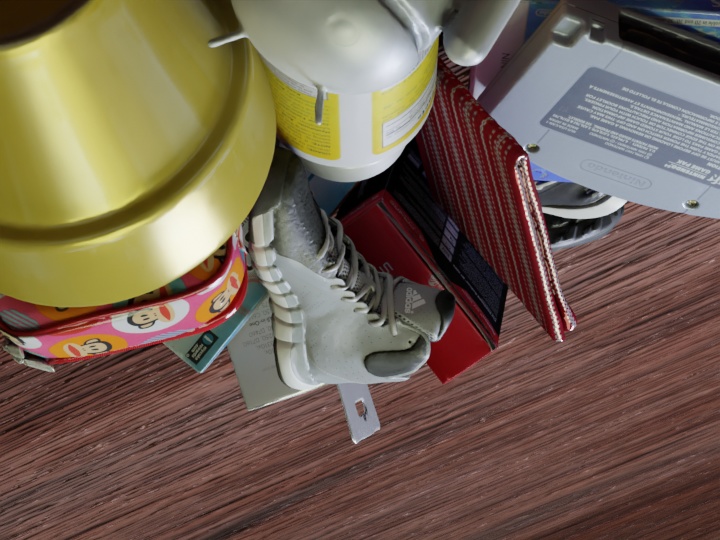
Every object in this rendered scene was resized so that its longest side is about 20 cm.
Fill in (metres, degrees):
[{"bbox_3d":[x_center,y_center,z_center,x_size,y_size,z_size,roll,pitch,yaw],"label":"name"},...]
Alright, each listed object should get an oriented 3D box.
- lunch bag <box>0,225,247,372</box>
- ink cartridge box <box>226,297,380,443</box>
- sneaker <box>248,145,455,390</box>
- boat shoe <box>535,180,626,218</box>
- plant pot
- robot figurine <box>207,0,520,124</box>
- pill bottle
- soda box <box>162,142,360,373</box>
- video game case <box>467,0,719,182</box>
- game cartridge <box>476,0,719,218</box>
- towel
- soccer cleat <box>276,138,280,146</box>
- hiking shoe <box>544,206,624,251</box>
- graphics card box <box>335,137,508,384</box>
[{"bbox_3d":[-0.164,-0.050,1.563,0.175,0.201,0.082,-13,161,4],"label":"lunch bag"},{"bbox_3d":[-0.054,0.025,1.833,0.067,0.201,0.115,-18,179,9],"label":"ink cartridge box"},{"bbox_3d":[0.000,0.000,1.658,0.115,0.075,0.201,5,143,12],"label":"sneaker"},{"bbox_3d":[0.101,-0.068,1.910,0.199,0.074,0.060,-1,149,45],"label":"boat shoe"},{"bbox_3d":[-0.159,-0.112,1.426,0.199,0.202,0.189,-16,148,3],"label":"plant pot"},{"bbox_3d":[0.009,-0.173,1.396,0.200,0.169,0.113,-53,161,-9],"label":"robot figurine"},{"bbox_3d":[-0.009,-0.127,1.591,0.111,0.112,0.200,-14,159,-5],"label":"pill bottle"},{"bbox_3d":[-0.062,-0.034,1.740,0.200,0.068,0.064,-50,-178,7],"label":"soda box"},{"bbox_3d":[0.168,-0.121,1.716,0.198,0.046,0.182,4,146,0],"label":"video game case"},{"bbox_3d":[0.179,-0.095,1.682,0.199,0.042,0.133,18,146,-20],"label":"game cartridge"},{"bbox_3d":[0.073,-0.061,1.671,0.022,0.200,0.145,-24,126,-9],"label":"towel"},{"bbox_3d":[-0.134,-0.040,1.686,0.200,0.084,0.065,-50,163,9],"label":"soccer cleat"},{"bbox_3d":[0.097,-0.039,2.037,0.199,0.076,0.101,-7,171,3],"label":"hiking shoe"},{"bbox_3d":[0.043,-0.018,1.801,0.051,0.126,0.200,-35,-168,18],"label":"graphics card box"}]
